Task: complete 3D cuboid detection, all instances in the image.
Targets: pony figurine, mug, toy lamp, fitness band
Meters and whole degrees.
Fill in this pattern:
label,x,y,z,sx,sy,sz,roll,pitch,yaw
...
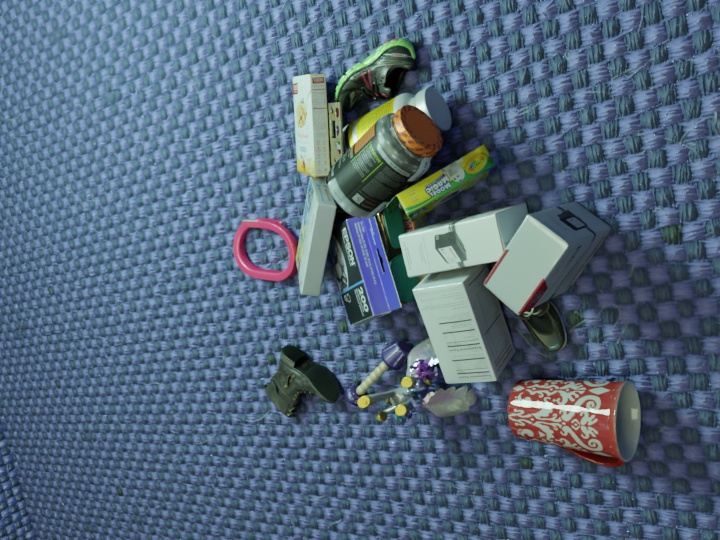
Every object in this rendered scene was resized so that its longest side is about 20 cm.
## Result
label,x,y,z,sx,sy,sz,roll,pitch,yaw
pony figurine,0.111,0.237,1.364,0.193,0.200,0.167,-28,79,21
mug,0.377,0.276,1.205,0.199,0.133,0.179,-1,100,39
toy lamp,0.039,0.222,1.473,0.058,0.058,0.200,50,128,13
fitness band,-0.222,-0.050,1.597,0.199,0.037,0.144,8,110,34

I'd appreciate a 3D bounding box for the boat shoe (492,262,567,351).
label,x,y,z,sx,sy,sz,roll,pitch,yaw
boat shoe,0.304,0.062,1.235,0.072,0.068,0.201,-32,85,35

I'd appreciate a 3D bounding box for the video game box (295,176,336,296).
label,x,y,z,sx,sy,sz,roll,pitch,yaw
video game box,-0.096,-0.074,1.424,0.182,0.047,0.201,-113,32,-62

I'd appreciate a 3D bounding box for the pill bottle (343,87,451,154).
label,x,y,z,sx,sy,sz,roll,pitch,yaw
pill bottle,0.067,-0.263,1.283,0.199,0.112,0.113,-22,90,37

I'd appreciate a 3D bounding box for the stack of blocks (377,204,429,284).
label,x,y,z,sx,sy,sz,roll,pitch,yaw
stack of blocks,0.082,-0.059,1.362,0.115,0.058,0.201,-10,97,37

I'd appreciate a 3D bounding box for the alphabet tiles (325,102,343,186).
label,x,y,z,sx,sy,sz,roll,pitch,yaw
alphabet tiles,-0.064,-0.252,1.371,0.200,0.008,0.168,-144,49,-68

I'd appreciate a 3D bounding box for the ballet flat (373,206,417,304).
label,x,y,z,sx,sy,sz,roll,pitch,yaw
ballet flat,0.064,-0.035,1.315,0.065,0.070,0.201,3,103,63

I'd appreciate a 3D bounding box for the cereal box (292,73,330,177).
label,x,y,z,sx,sy,sz,roll,pitch,yaw
cereal box,-0.102,-0.299,1.395,0.144,0.039,0.201,-147,52,-67

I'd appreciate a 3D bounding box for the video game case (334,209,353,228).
label,x,y,z,sx,sy,sz,roll,pitch,yaw
video game case,-0.005,-0.029,1.418,0.143,0.017,0.201,5,108,65

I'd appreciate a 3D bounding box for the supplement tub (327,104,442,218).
label,x,y,z,sx,sy,sz,roll,pitch,yaw
supplement tub,0.043,-0.190,1.192,0.200,0.122,0.123,-38,80,40

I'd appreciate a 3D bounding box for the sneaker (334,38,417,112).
label,x,y,z,sx,sy,sz,roll,pitch,yaw
sneaker,0.026,-0.362,1.309,0.200,0.077,0.084,-32,80,38

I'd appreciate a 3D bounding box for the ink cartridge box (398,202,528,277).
label,x,y,z,sx,sy,sz,roll,pitch,yaw
ink cartridge box,0.194,-0.055,1.230,0.199,0.145,0.084,-11,96,37

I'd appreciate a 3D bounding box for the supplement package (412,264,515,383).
label,x,y,z,sx,sy,sz,roll,pitch,yaw
supplement package,0.196,0.097,1.271,0.109,0.114,0.201,-10,107,37

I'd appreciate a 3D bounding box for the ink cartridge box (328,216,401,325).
label,x,y,z,sx,sy,sz,roll,pitch,yaw
ink cartridge box,0.000,0.000,1.346,0.200,0.043,0.199,-32,73,65

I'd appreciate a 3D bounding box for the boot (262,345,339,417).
label,x,y,z,sx,sy,sz,roll,pitch,yaw
boot,-0.144,0.290,1.623,0.200,0.069,0.175,40,127,25

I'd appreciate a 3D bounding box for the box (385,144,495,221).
label,x,y,z,sx,sy,sz,roll,pitch,yaw
box,0.140,-0.146,1.210,0.199,0.117,0.049,-28,86,6

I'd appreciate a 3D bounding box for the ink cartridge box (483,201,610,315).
label,x,y,z,sx,sy,sz,roll,pitch,yaw
ink cartridge box,0.312,-0.025,1.123,0.083,0.200,0.146,42,122,23
